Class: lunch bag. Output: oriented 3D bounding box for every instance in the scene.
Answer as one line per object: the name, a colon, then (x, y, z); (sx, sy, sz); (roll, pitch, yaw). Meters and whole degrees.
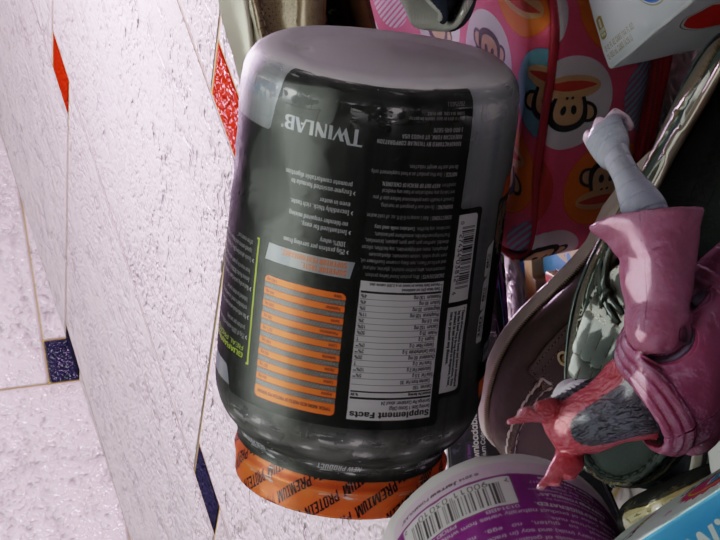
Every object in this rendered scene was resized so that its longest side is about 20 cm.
lunch bag: (0.063, -0.093, 0.992); (0.200, 0.082, 0.176); (47, 139, 49)

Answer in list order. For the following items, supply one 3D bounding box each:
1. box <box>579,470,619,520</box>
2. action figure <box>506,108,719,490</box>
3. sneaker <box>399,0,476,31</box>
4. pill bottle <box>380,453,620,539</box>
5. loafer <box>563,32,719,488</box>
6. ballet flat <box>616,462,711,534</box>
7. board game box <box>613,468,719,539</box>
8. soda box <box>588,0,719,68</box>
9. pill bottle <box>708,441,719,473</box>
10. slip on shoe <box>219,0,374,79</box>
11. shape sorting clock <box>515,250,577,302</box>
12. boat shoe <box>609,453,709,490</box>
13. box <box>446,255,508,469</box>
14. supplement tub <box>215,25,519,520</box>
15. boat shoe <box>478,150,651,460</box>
box: (0.121, 0.213, 1.025); (0.200, 0.086, 0.164); (64, -176, -62)
action figure: (0.142, 0.017, 0.707); (0.149, 0.200, 0.134); (42, 167, 45)
sneaker: (0.068, -0.177, 0.837); (0.077, 0.146, 0.202); (40, 146, -15)
pill bottle: (0.074, 0.168, 0.833); (0.200, 0.112, 0.112); (-108, 12, -63)
loafer: (0.125, -0.005, 0.823); (0.063, 0.072, 0.200); (-12, -59, -74)
ballet flat: (0.155, 0.119, 0.894); (0.200, 0.066, 0.057); (41, -150, -67)
board game box: (0.183, 0.144, 0.675); (0.148, 0.064, 0.200); (-41, 81, 37)
soda box: (0.148, -0.139, 0.782); (0.200, 0.068, 0.064); (138, 117, -72)
pill bottle: (0.187, 0.143, 0.783); (0.116, 0.116, 0.200); (-146, 46, -68)
slip on shoe: (-0.011, -0.065, 0.990); (0.061, 0.076, 0.200); (-6, 100, 38)
shape sorting clock: (0.104, -0.055, 1.062); (0.200, 0.039, 0.200); (167, 90, -74)
boat shoe: (0.127, 0.078, 1.036); (0.200, 0.062, 0.075); (145, 122, -73)
box: (0.066, 0.057, 1.158); (0.200, 0.036, 0.143); (-77, -17, -65)
supplement tub: (0.000, 0.000, 0.913); (0.123, 0.122, 0.200); (-135, 48, -62)
boat shoe: (0.118, 0.029, 0.936); (0.200, 0.072, 0.060); (-57, 40, 33)
